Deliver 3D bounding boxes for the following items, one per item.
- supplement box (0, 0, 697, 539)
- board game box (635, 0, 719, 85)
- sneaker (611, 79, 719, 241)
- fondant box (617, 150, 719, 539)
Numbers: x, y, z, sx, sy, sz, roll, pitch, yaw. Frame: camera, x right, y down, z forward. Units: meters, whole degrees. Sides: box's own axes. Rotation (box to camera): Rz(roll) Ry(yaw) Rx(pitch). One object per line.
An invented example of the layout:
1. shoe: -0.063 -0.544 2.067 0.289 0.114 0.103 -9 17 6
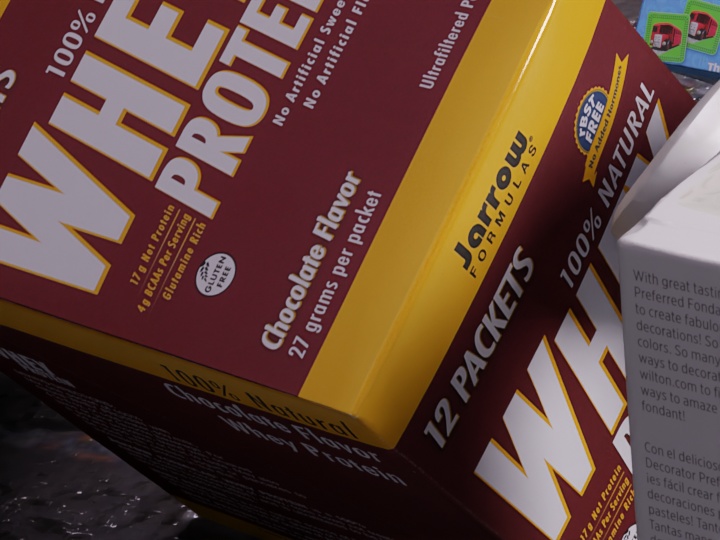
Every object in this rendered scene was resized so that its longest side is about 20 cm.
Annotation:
1. supplement box: 0.000 0.000 0.846 0.197 0.200 0.133 16 73 38
2. board game box: 0.227 -0.069 1.133 0.199 0.037 0.151 15 3 34
3. sneaker: 0.151 0.001 0.767 0.118 0.074 0.200 48 25 24
4. fondant box: 0.139 0.082 0.682 0.144 0.201 0.058 13 34 32
